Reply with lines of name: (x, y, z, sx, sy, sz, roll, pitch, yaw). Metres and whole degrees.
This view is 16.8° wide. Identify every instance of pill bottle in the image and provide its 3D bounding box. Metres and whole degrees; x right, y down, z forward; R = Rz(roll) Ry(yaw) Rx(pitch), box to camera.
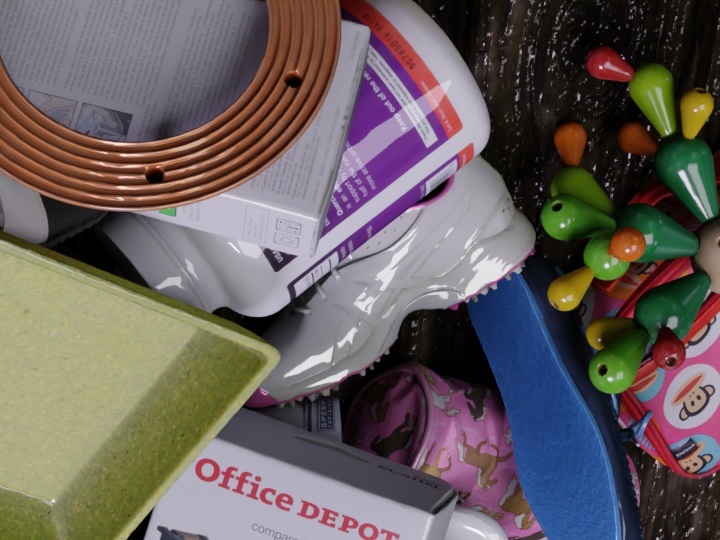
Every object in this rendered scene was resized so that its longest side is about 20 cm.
pill bottle: (-0.037, -0.054, 1.269, 0.200, 0.112, 0.113, -38, 129, -10)

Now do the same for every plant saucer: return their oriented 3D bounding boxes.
plant saucer: (-0.176, 0.058, 1.203, 0.199, 0.048, 0.200, 23, 123, -30)

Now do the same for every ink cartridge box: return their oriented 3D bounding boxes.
ink cartridge box: (-0.050, 0.189, 1.284, 0.083, 0.145, 0.201, -18, 125, -78)
ink cartridge box: (-0.104, -0.086, 1.183, 0.050, 0.199, 0.109, 101, 3, -66)

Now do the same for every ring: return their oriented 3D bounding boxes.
ring: (-0.109, -0.117, 1.158, 0.200, 0.201, 0.019, -30, 162, -16)

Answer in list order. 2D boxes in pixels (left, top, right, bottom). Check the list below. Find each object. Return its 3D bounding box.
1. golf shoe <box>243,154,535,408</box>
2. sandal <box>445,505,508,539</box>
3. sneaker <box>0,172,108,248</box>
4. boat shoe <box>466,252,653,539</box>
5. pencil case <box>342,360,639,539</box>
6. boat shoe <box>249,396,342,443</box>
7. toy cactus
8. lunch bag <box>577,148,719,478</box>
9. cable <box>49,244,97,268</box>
golf shoe: (0.000, 0.000, 1.359, 0.200, 0.075, 0.092, -34, 113, -16)
sandal: (0.031, 0.191, 1.455, 0.082, 0.050, 0.203, 27, 135, -3)
sneaker: (-0.207, -0.057, 1.182, 0.200, 0.074, 0.089, -4, 118, -32)
boat shoe: (0.128, 0.076, 1.407, 0.069, 0.084, 0.201, -3, 74, -44)
pencil case: (0.078, 0.119, 1.458, 0.200, 0.087, 0.083, 24, 134, -39)
boat shoe: (-0.042, 0.154, 1.415, 0.065, 0.074, 0.200, -2, 122, -2)
toy cactus: (0.183, -0.024, 1.388, 0.165, 0.201, 0.102, 15, 151, -19)
lunch bag: (0.219, 0.009, 1.495, 0.200, 0.082, 0.176, -43, 126, -8)
cable: (-0.163, 0.084, 1.302, 0.163, 0.051, 0.200, -48, 131, -2)
